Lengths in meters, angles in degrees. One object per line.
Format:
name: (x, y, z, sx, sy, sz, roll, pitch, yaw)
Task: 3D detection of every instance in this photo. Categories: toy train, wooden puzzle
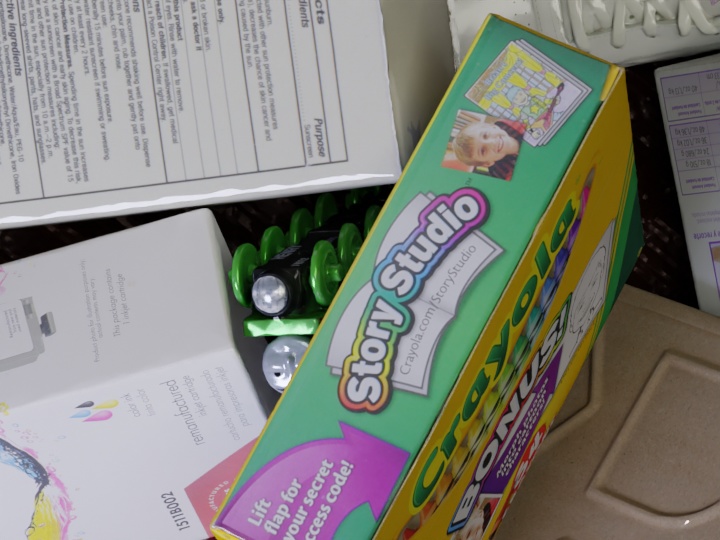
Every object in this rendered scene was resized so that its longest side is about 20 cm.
toy train: (0.000, 0.000, 1.086, 0.041, 0.200, 0.057, -2, 103, 19)
wooden puzzle: (0.082, 0.097, 1.119, 0.186, 0.199, 0.046, -59, 141, -11)

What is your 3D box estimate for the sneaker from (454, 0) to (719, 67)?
sneaker: (0.115, -0.119, 1.148, 0.199, 0.100, 0.075, -14, 95, -11)

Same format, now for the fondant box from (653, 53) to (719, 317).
fondant box: (0.200, 0.003, 1.164, 0.144, 0.058, 0.201, -15, 95, -38)

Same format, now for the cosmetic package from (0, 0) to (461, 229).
cosmetic package: (-0.069, -0.072, 1.068, 0.199, 0.087, 0.104, -5, 93, 21)

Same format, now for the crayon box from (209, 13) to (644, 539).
crayon box: (0.031, 0.036, 1.039, 0.058, 0.173, 0.201, 25, 76, 14)

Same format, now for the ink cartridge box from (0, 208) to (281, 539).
ink cartridge box: (-0.130, 0.059, 1.064, 0.199, 0.117, 0.068, -15, 54, 5)

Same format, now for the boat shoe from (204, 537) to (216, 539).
boat shoe: (-0.084, 0.158, 1.127, 0.074, 0.066, 0.201, 19, 88, -13)
